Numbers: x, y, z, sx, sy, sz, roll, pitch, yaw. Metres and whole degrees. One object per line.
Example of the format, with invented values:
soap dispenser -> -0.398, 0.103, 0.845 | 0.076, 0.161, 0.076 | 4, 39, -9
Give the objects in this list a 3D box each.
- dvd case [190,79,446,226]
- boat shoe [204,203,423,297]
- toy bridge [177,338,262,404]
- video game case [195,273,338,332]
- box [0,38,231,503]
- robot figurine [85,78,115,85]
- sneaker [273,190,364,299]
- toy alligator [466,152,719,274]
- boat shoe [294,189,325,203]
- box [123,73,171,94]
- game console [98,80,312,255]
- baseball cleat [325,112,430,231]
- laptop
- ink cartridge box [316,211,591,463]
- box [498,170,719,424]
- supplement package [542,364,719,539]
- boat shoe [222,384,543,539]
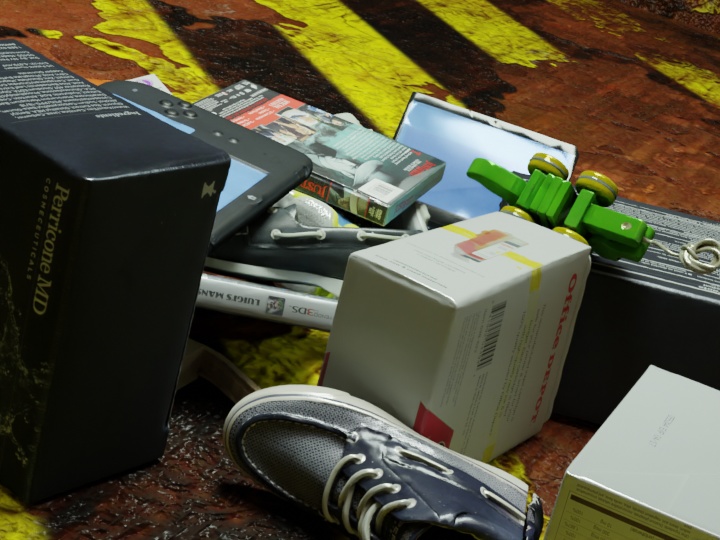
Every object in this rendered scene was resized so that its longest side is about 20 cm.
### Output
dvd case -> -0.042, -0.100, 1.301 | 0.198, 0.022, 0.146 | 22, 24, 14
boat shoe -> -0.051, -0.018, 1.151 | 0.197, 0.061, 0.076 | 11, 0, -4
toy bridge -> -0.123, 0.065, 1.040 | 0.198, 0.028, 0.067 | 23, 20, 18
video game case -> -0.107, 0.014, 1.095 | 0.179, 0.024, 0.200 | 11, -1, -11
box -> -0.199, -0.007, 0.925 | 0.199, 0.199, 0.117 | 28, 24, 31
robot figurine -> -0.234, -0.092, 1.244 | 0.143, 0.118, 0.199 | 13, 12, 43
sneaker -> 0.000, 0.000, 1.246 | 0.199, 0.076, 0.105 | 38, 19, 24
toy alligator -> 0.165, -0.030, 1.118 | 0.198, 0.060, 0.054 | 24, -17, 25
boat shoe -> -0.069, -0.053, 1.328 | 0.199, 0.068, 0.072 | 28, 24, 30
box -> -0.149, -0.100, 1.329 | 0.038, 0.042, 0.200 | -18, 42, -24
game console -> -0.147, -0.076, 1.122 | 0.175, 0.031, 0.200 | 20, 29, 16
baseball cleat -> -0.009, -0.060, 1.370 | 0.105, 0.070, 0.201 | -18, 40, -14
laptop -> 0.087, -0.071, 1.437 | 0.175, 0.104, 0.200 | 20, 21, 13
ink cartridge box -> 0.060, 0.053, 1.035 | 0.083, 0.147, 0.199 | 24, 21, 27
box -> 0.192, 0.028, 1.223 | 0.197, 0.125, 0.199 | 14, 20, 2
supplement package -> 0.200, 0.158, 0.909 | 0.154, 0.112, 0.200 | 21, 22, 18
boat shoe -> 0.010, 0.127, 0.902 | 0.198, 0.076, 0.093 | 17, 13, 4
